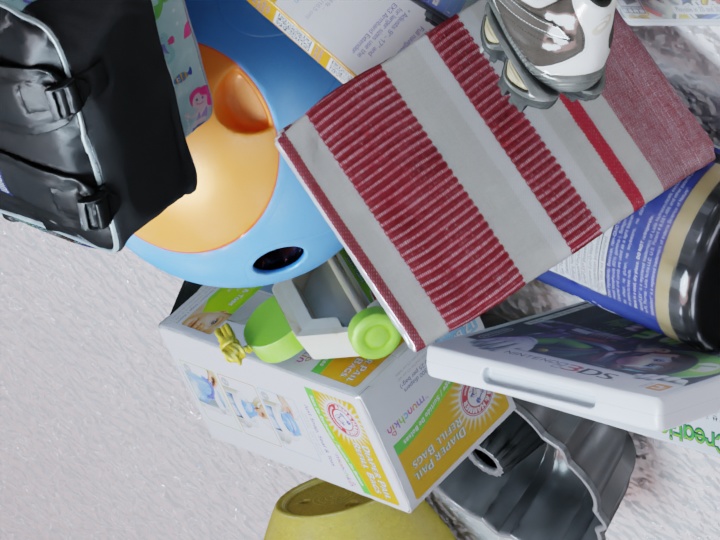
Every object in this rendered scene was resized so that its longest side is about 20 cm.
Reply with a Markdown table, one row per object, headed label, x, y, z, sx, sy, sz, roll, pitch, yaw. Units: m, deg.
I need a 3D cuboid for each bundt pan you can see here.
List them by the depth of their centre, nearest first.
| label | x | y | z | sx | sy | sz | roll | pitch | yaw |
| --- | --- | --- | --- | --- | --- | --- | --- | --- | --- |
| bundt pan | 0.105 | 0.104 | 1.911 | 0.202 | 0.076 | 0.202 | 31 | 154 | 18 |

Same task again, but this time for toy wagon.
| label | x | y | z | sx | sy | sz | roll | pitch | yaw |
| --- | --- | --- | --- | --- | --- | --- | --- | --- | --- |
| toy wagon | 0.000 | 0.000 | 1.734 | 0.040 | 0.200 | 0.155 | 51 | -175 | -32 |

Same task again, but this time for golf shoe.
| label | x | y | z | sx | sy | sz | roll | pitch | yaw |
| --- | --- | --- | --- | --- | --- | --- | --- | --- | --- |
| golf shoe | 0.075 | -0.182 | 1.453 | 0.200 | 0.078 | 0.095 | 54 | 148 | 21 |

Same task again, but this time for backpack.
| label | x | y | z | sx | sy | sz | roll | pitch | yaw |
| --- | --- | --- | --- | --- | --- | --- | --- | --- | --- |
| backpack | -0.189 | -0.117 | 1.539 | 0.200 | 0.151 | 0.178 | 12 | 134 | 32 |

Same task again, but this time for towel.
| label | x | y | z | sx | sy | sz | roll | pitch | yaw |
| --- | --- | --- | --- | --- | --- | --- | --- | --- | --- |
| towel | 0.072 | -0.067 | 1.496 | 0.144 | 0.200 | 0.023 | 56 | 170 | 5 |

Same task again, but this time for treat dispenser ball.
| label | x | y | z | sx | sy | sz | roll | pitch | yaw |
| --- | --- | --- | --- | --- | --- | --- | --- | --- | --- |
| treat dispenser ball | -0.076 | -0.090 | 1.693 | 0.201 | 0.201 | 0.201 | 32 | 154 | 17 |

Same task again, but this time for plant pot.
| label | x | y | z | sx | sy | sz | roll | pitch | yaw |
| --- | --- | --- | --- | --- | --- | --- | --- | --- | --- |
| plant pot | -0.002 | 0.239 | 2.193 | 0.200 | 0.200 | 0.142 | 5 | 112 | 52 |

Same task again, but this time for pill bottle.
| label | x | y | z | sx | sy | sz | roll | pitch | yaw |
| --- | --- | --- | --- | --- | --- | --- | --- | --- | --- |
| pill bottle | 0.137 | -0.039 | 1.583 | 0.200 | 0.112 | 0.112 | 24 | 151 | 32 |

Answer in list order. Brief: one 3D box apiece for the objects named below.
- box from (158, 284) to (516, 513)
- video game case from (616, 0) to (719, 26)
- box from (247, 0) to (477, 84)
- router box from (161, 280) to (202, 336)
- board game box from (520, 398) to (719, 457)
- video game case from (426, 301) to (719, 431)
| label | x | y | z | sx | sy | sz | roll | pitch | yaw |
| --- | --- | --- | --- | --- | --- | --- | --- | --- | --- |
| box | -0.015 | 0.062 | 1.801 | 0.200 | 0.112 | 0.101 | 18 | 141 | 46 |
| video game case | 0.166 | -0.195 | 1.386 | 0.200 | 0.023 | 0.182 | 7 | 139 | 51 |
| box | 0.049 | -0.132 | 1.536 | 0.200 | 0.119 | 0.041 | 42 | 169 | -1 |
| router box | -0.052 | 0.077 | 2.028 | 0.149 | 0.051 | 0.200 | 19 | 167 | 14 |
| board game box | 0.196 | 0.065 | 1.644 | 0.200 | 0.126 | 0.035 | 15 | 113 | 52 |
| video game case | 0.171 | 0.045 | 1.601 | 0.182 | 0.200 | 0.023 | 12 | 109 | 46 |
